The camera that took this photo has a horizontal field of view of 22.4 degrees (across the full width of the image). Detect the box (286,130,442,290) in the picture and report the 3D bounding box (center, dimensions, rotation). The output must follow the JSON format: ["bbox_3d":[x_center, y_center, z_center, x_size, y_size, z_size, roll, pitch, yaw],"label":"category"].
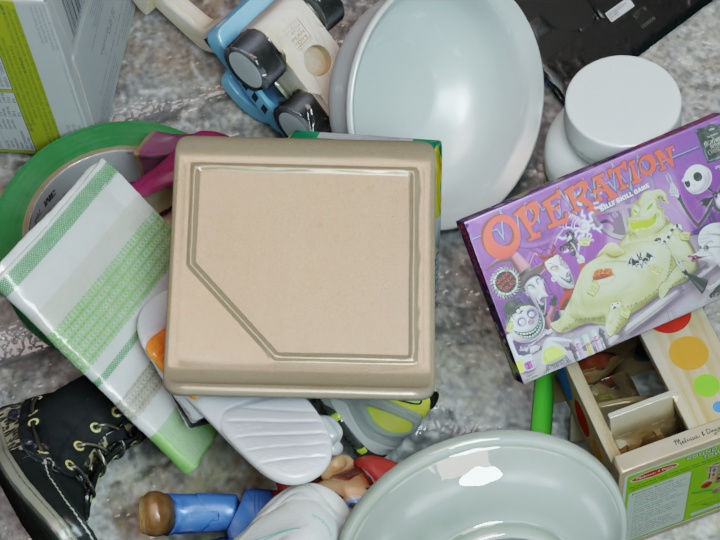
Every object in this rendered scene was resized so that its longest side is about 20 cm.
[{"bbox_3d":[0.000,0.000,1.361,0.117,0.201,0.048,5,17,9],"label":"box"}]

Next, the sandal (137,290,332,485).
[{"bbox_3d":[-0.090,0.090,1.263,0.079,0.059,0.207,-22,49,-22],"label":"sandal"}]

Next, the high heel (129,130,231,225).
[{"bbox_3d":[-0.153,-0.034,1.382,0.096,0.068,0.201,9,55,23],"label":"high heel"}]

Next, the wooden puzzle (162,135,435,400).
[{"bbox_3d":[-0.040,-0.002,1.259,0.184,0.037,0.201,1,66,-1],"label":"wooden puzzle"}]

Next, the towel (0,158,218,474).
[{"bbox_3d":[-0.161,0.033,1.316,0.200,0.031,0.149,48,46,-12],"label":"towel"}]

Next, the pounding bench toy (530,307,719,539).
[{"bbox_3d":[0.174,0.099,1.293,0.199,0.124,0.156,-19,58,-7],"label":"pounding bench toy"}]

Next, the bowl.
[{"bbox_3d":[0.044,-0.137,1.440,0.201,0.201,0.090,-47,33,-22],"label":"bowl"}]

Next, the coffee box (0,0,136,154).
[{"bbox_3d":[-0.311,-0.236,1.505,0.197,0.200,0.201,3,58,8],"label":"coffee box"}]

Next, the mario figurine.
[{"bbox_3d":[-0.054,0.179,1.270,0.199,0.124,0.106,-12,45,3],"label":"mario figurine"}]

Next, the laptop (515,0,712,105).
[{"bbox_3d":[0.170,-0.254,1.585,0.177,0.103,0.200,-37,87,-16],"label":"laptop"}]

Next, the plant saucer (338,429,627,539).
[{"bbox_3d":[0.084,0.196,1.194,0.199,0.201,0.050,-13,35,-3],"label":"plant saucer"}]

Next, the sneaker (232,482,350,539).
[{"bbox_3d":[-0.091,0.222,1.218,0.070,0.200,0.080,43,23,-4],"label":"sneaker"}]

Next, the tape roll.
[{"bbox_3d":[-0.192,-0.026,1.452,0.199,0.048,0.201,-3,58,4],"label":"tape roll"}]

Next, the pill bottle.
[{"bbox_3d":[0.191,-0.064,1.349,0.110,0.200,0.111,-3,57,4],"label":"pill bottle"}]

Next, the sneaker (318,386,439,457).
[{"bbox_3d":[-0.021,0.042,1.324,0.076,0.200,0.075,-36,17,9],"label":"sneaker"}]

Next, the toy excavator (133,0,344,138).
[{"bbox_3d":[-0.098,-0.190,1.522,0.100,0.200,0.195,-46,109,-23],"label":"toy excavator"}]

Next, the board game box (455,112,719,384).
[{"bbox_3d":[0.177,-0.016,1.234,0.199,0.032,0.121,-23,95,-8],"label":"board game box"}]

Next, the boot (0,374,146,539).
[{"bbox_3d":[-0.186,0.125,1.309,0.153,0.074,0.203,-28,30,-15],"label":"boot"}]
